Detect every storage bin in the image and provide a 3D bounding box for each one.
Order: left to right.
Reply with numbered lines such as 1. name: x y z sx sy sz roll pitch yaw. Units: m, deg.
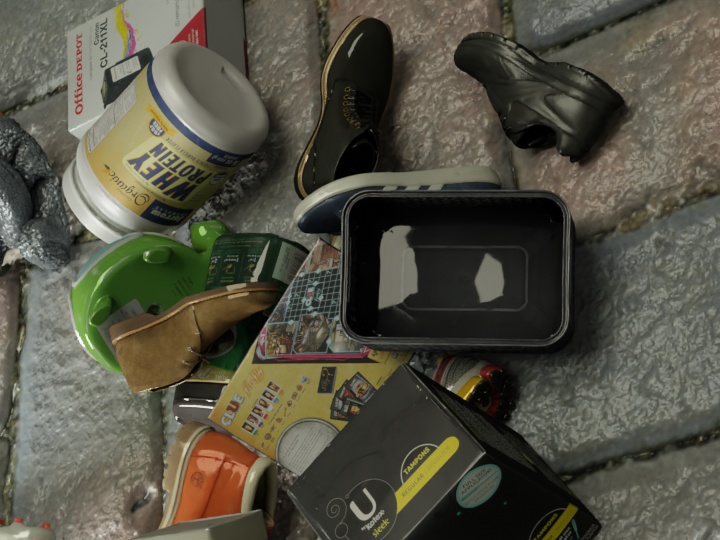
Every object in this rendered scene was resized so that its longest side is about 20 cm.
1. storage bin: 0.088 0.002 1.588 0.200 0.094 0.135 1 83 9

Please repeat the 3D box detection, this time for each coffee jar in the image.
1. coffee jar: -0.116 0.066 1.779 0.104 0.085 0.200 0 67 37

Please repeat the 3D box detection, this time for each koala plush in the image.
1. koala plush: -0.453 -0.081 2.001 0.177 0.200 0.184 -7 90 36

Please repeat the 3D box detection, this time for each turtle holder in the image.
1. turtle holder: -0.221 0.014 1.853 0.186 0.141 0.132 -62 31 0

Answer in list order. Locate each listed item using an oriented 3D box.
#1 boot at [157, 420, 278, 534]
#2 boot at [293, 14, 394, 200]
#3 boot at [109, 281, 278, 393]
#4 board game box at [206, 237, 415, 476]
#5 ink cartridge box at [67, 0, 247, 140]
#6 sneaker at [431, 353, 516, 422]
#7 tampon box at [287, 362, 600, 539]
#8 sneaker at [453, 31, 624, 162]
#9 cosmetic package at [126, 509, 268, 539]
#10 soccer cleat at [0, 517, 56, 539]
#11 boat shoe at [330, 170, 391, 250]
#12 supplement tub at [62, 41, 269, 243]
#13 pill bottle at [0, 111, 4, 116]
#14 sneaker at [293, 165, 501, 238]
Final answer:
1. boot: -0.135 0.251 1.685 0.107 0.075 0.200 17 106 24
2. boot: 0.004 -0.158 1.774 0.138 0.077 0.200 -178 102 -74
3. boot: -0.152 0.062 1.717 0.200 0.074 0.075 -23 73 33
4. board game box: -0.034 0.089 1.684 0.135 0.035 0.200 33 91 3
5. ink cartridge box: -0.231 -0.232 2.024 0.200 0.083 0.146 -23 56 26
6. sneaker: 0.055 0.162 1.616 0.200 0.078 0.082 -51 43 -9
7. tampon box: 0.072 0.197 1.491 0.150 0.200 0.126 -49 48 7
8. sneaker: 0.153 -0.166 1.708 0.200 0.076 0.091 31 95 45
9. cosmetic package: -0.128 0.323 1.600 0.103 0.087 0.200 -11 90 33
10. soccer cleat: -0.389 0.310 1.879 0.200 0.069 0.078 -20 61 36
11. boat shoe: 0.000 0.000 1.742 0.065 0.072 0.200 26 79 23
12. supplement tub: -0.209 -0.128 1.899 0.200 0.144 0.144 -43 47 28
13. pill bottle: -0.517 -0.150 2.183 0.200 0.106 0.106 -9 62 34
14. sneaker: 0.040 -0.043 1.680 0.200 0.075 0.085 -9 68 -5
